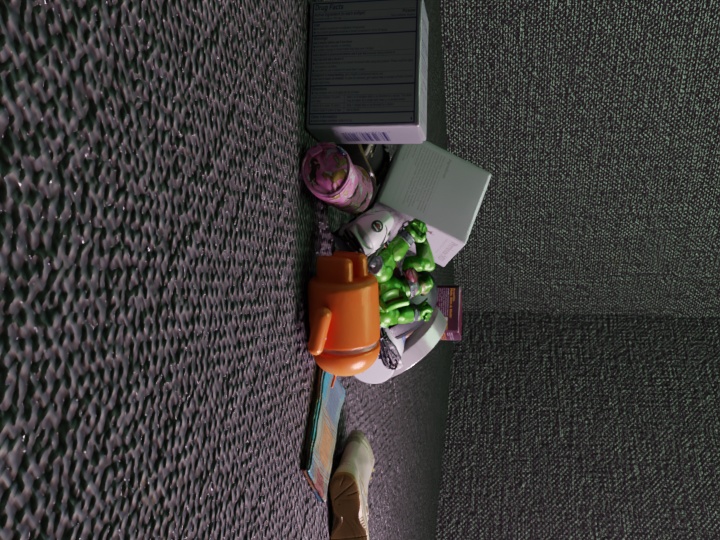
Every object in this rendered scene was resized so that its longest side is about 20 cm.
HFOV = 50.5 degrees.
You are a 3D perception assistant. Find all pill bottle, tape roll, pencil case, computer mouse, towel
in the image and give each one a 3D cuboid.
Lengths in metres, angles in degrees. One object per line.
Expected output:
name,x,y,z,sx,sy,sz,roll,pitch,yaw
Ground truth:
pill bottle,0.036,0.120,1.500,0.202,0.110,0.116,-72,159,-56
tape roll,0.092,0.146,1.597,0.037,0.200,0.204,51,24,-14
pencil case,-0.033,-0.145,1.224,0.200,0.081,0.089,22,87,-77
computer mouse,0.090,0.072,1.396,0.200,0.052,0.141,-46,120,-36
towel,-0.059,0.262,1.267,0.148,0.021,0.204,74,21,-53

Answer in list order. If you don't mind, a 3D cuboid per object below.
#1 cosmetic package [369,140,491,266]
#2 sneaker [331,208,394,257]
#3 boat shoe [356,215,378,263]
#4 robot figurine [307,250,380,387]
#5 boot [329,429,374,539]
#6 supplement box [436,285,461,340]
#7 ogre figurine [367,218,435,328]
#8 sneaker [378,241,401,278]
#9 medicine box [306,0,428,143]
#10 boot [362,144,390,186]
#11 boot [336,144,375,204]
cosmetic package,0.133,-0.143,1.564,0.168,0.196,0.170,122,-8,-72
sneaker,0.010,-0.059,1.274,0.075,0.088,0.200,55,-13,-8
boat shoe,0.000,0.000,1.415,0.060,0.072,0.206,35,59,-76
robot figurine,-0.027,0.076,1.192,0.144,0.113,0.206,-103,-171,-77
boot,-0.011,0.416,1.398,0.155,0.070,0.206,-67,155,-67
supplement box,0.140,0.100,1.797,0.086,0.194,0.114,59,33,-69
ogre figurine,0.067,0.019,1.288,0.099,0.118,0.202,52,-27,27
sneaker,0.029,-0.029,1.486,0.201,0.073,0.092,-122,-162,-62
medicine box,0.014,-0.311,1.198,0.103,0.177,0.206,20,71,-78
boot,0.021,-0.274,1.497,0.151,0.071,0.205,65,31,-62
boot,-0.014,-0.197,1.361,0.202,0.071,0.077,74,10,-48
